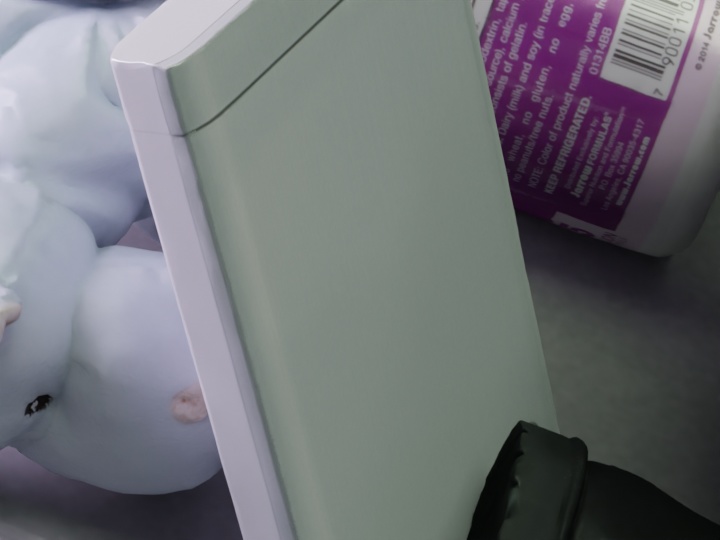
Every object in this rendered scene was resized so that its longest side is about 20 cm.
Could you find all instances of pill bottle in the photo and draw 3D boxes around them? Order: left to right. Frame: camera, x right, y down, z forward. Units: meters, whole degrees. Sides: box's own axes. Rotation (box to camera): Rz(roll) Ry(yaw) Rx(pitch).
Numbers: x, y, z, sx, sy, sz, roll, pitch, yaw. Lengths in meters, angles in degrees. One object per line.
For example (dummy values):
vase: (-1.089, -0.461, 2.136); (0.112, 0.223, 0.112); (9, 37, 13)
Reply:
pill bottle: (0.027, -0.086, 0.951); (0.199, 0.113, 0.113); (20, 44, 0)

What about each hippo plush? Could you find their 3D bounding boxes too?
hippo plush: (-0.080, -0.029, 0.824); (0.199, 0.159, 0.162); (22, 52, -20)

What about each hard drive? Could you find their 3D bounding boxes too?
hard drive: (0.000, 0.000, 0.804); (0.027, 0.201, 0.132); (8, 36, 31)

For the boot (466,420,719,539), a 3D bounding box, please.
boot: (0.098, 0.142, 0.778); (0.167, 0.077, 0.201); (20, 48, -3)
